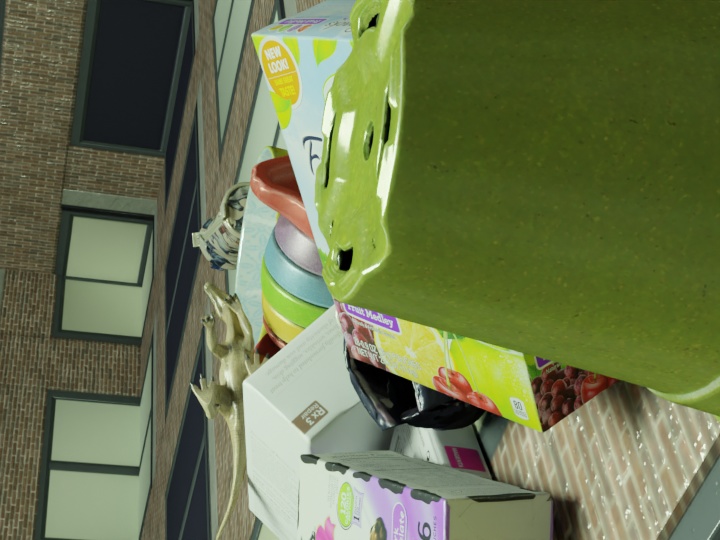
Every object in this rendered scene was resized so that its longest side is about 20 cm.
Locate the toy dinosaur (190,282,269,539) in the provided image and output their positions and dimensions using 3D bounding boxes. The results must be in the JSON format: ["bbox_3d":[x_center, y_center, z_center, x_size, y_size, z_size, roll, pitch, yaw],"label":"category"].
[{"bbox_3d":[-0.091,0.093,1.002,0.101,0.058,0.202,82,-177,-69],"label":"toy dinosaur"}]

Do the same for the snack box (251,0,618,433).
[{"bbox_3d":[0.038,-0.036,0.686,0.168,0.067,0.202,16,127,53],"label":"snack box"}]

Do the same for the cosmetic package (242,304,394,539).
[{"bbox_3d":[-0.027,0.123,0.976,0.074,0.102,0.201,38,150,24],"label":"cosmetic package"}]

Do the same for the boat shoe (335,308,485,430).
[{"bbox_3d":[0.016,0.008,0.843,0.074,0.093,0.201,-31,77,26],"label":"boat shoe"}]

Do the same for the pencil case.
[{"bbox_3d":[-0.160,-0.055,1.730,0.200,0.089,0.079,143,115,-70],"label":"pencil case"}]

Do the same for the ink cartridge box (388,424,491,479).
[{"bbox_3d":[0.037,0.188,0.924,0.120,0.042,0.201,-107,30,-60],"label":"ink cartridge box"}]

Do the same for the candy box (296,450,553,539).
[{"bbox_3d":[0.029,0.202,0.786,0.200,0.071,0.169,179,92,-64],"label":"candy box"}]

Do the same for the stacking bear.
[{"bbox_3d":[-0.032,0.024,1.026,0.121,0.113,0.201,39,129,30],"label":"stacking bear"}]

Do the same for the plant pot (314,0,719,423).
[{"bbox_3d":[0.086,-0.039,0.516,0.200,0.188,0.202,-173,90,-75],"label":"plant pot"}]

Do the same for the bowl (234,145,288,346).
[{"bbox_3d":[-0.045,-0.007,1.203,0.200,0.107,0.202,-174,90,-76],"label":"bowl"}]
